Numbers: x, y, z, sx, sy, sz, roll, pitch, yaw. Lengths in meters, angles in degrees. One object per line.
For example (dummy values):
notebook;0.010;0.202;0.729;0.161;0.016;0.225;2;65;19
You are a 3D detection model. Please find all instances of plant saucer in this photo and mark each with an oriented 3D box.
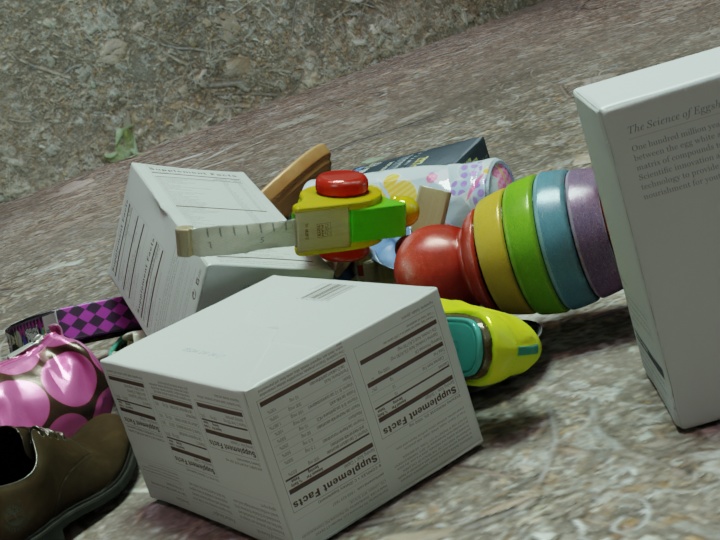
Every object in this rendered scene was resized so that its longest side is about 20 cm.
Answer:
plant saucer;-0.098;-0.050;1.397;0.200;0.037;0.200;-45;-1;-1

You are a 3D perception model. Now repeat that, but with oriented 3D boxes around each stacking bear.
stacking bear;0.121;-0.013;1.015;0.199;0.122;0.114;-15;-21;20

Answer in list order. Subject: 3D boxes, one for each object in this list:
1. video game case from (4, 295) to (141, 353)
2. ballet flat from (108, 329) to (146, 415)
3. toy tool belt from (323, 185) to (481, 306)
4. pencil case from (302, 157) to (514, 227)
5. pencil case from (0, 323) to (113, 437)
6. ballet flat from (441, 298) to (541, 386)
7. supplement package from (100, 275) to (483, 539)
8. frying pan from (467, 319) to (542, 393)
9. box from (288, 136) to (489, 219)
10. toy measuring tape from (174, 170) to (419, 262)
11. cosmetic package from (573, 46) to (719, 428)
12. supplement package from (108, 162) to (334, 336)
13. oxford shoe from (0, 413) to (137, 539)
video game case;-0.220;0.042;1.285;0.199;0.036;0.181;-11;-2;-30
ballet flat;-0.179;0.089;1.120;0.067;0.071;0.200;-21;14;-14
toy tool belt;0.000;0.000;1.138;0.199;0.123;0.125;-11;15;27
pencil case;0.042;-0.049;1.204;0.199;0.084;0.091;-6;-25;26
pencil case;-0.303;0.123;1.089;0.091;0.094;0.200;-4;20;42
ballet flat;0.048;0.047;0.936;0.067;0.067;0.200;-4;6;-35
supplement package;-0.049;0.085;0.888;0.155;0.111;0.200;-26;17;-31
frying pan;0.048;0.070;0.998;0.189;0.031;0.115;-12;13;34
box;0.036;-0.076;1.364;0.157;0.051;0.200;-11;15;24
toy measuring tape;-0.050;-0.038;1.035;0.199;0.074;0.074;-7;10;-19
cosmetic package;0.255;-0.039;0.818;0.198;0.201;0.123;-15;14;5
supplement package;-0.121;0.002;1.114;0.113;0.110;0.200;3;25;-29
oxford shoe;-0.218;0.138;0.950;0.072;0.085;0.200;-14;12;21
